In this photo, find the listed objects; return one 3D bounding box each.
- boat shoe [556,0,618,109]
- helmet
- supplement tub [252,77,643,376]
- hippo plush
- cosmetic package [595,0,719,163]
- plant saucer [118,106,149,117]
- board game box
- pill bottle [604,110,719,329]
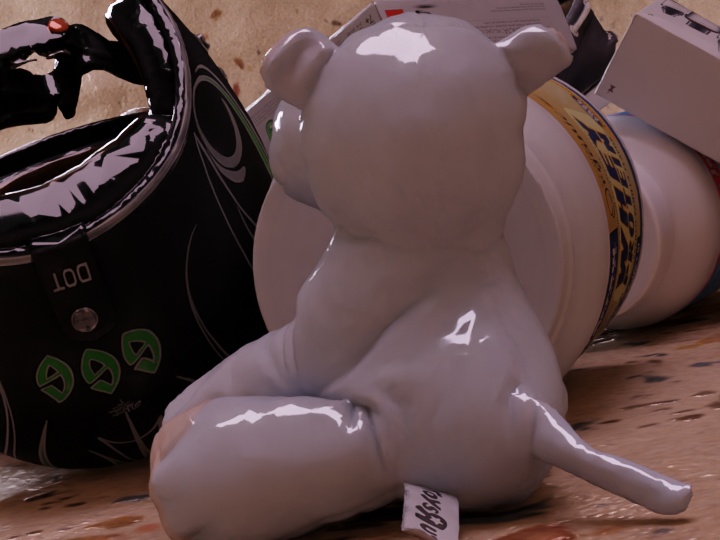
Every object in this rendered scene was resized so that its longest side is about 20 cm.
[{"bbox_3d":[0.080,-0.087,1.176,0.074,0.061,0.200,-13,22,48],"label":"boat shoe"},{"bbox_3d":[-0.121,-0.012,0.939,0.198,0.201,0.191,-9,-36,4],"label":"helmet"},{"bbox_3d":[0.039,-0.013,0.910,0.143,0.146,0.200,-8,5,14],"label":"supplement tub"},{"bbox_3d":[-0.002,0.000,0.722,0.158,0.162,0.200,-10,4,-7],"label":"hippo plush"},{"bbox_3d":[0.220,-0.067,1.082,0.199,0.051,0.083,30,22,8],"label":"cosmetic package"},{"bbox_3d":[-0.071,-0.017,1.278,0.200,0.200,0.036,-3,49,55],"label":"plant saucer"},{"bbox_3d":[-0.003,-0.072,1.075,0.126,0.035,0.200,-9,-19,-43],"label":"board game box"},{"bbox_3d":[0.147,-0.030,1.132,0.108,0.110,0.200,-7,5,26],"label":"pill bottle"}]
